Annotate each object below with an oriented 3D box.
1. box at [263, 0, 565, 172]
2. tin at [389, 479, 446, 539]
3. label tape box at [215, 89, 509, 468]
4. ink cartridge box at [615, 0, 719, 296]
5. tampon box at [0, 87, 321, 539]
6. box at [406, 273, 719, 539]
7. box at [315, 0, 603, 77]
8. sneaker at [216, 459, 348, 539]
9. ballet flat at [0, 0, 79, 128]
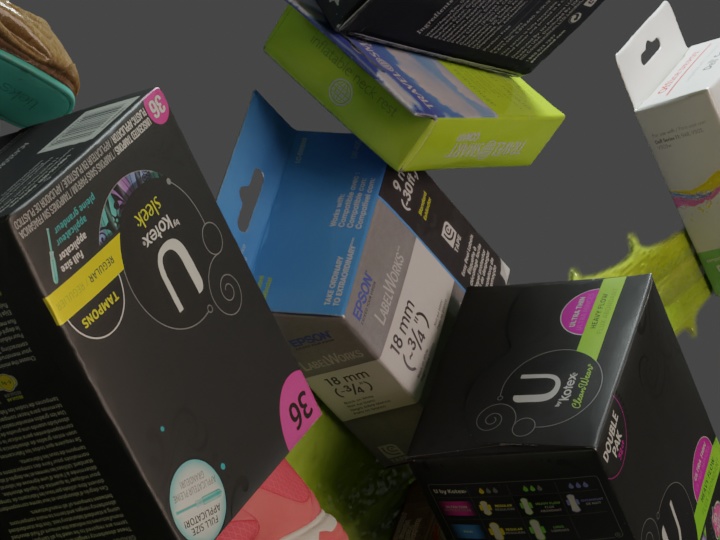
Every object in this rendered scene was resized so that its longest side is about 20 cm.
[{"bbox_3d":[0.030,-0.113,1.748,0.122,0.048,0.200,42,21,21],"label":"box"},{"bbox_3d":[0.055,0.201,1.750,0.112,0.042,0.200,56,39,-32],"label":"tin"},{"bbox_3d":[0.000,0.000,1.723,0.200,0.063,0.145,47,43,-34],"label":"label tape box"},{"bbox_3d":[0.270,-0.098,2.129,0.117,0.067,0.200,-47,116,-50],"label":"ink cartridge box"},{"bbox_3d":[-0.139,0.038,1.461,0.150,0.126,0.200,-48,117,-49],"label":"tampon box"},{"bbox_3d":[0.131,0.124,1.716,0.200,0.124,0.149,64,33,-36],"label":"box"},{"bbox_3d":[0.035,-0.238,1.747,0.196,0.124,0.200,6,46,-52],"label":"box"},{"bbox_3d":[-0.089,0.149,1.559,0.087,0.074,0.200,61,31,3],"label":"sneaker"},{"bbox_3d":[-0.219,-0.137,1.477,0.200,0.068,0.072,26,38,-48],"label":"ballet flat"}]
